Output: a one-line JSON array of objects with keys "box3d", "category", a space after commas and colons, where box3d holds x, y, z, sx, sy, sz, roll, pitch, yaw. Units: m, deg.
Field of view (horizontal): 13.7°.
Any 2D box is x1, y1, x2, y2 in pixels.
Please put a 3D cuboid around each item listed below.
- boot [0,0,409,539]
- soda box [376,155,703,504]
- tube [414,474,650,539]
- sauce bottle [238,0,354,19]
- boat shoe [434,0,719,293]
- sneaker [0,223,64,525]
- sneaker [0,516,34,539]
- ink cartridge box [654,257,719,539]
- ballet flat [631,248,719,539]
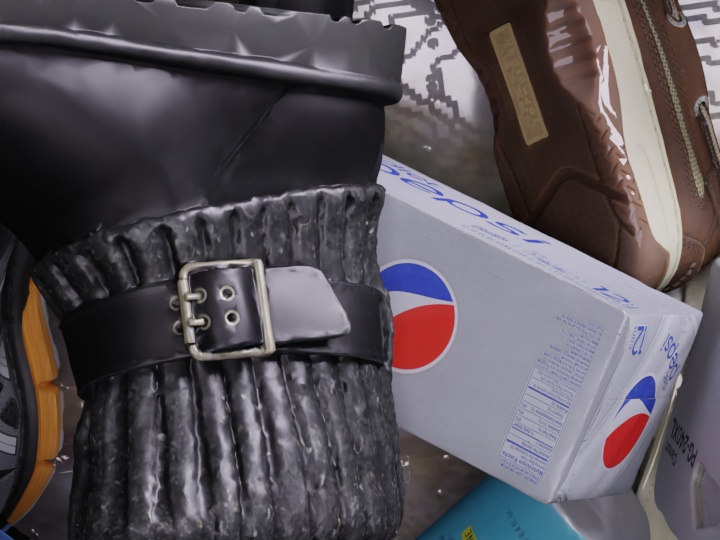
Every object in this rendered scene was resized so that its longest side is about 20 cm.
[{"box3d": [-0.082, 0.002, 0.828, 0.210, 0.079, 0.159, 5, 90, -16], "category": "boot"}, {"box3d": [0.000, 0.000, 0.919, 0.199, 0.068, 0.064, 27, 101, 24], "category": "soda box"}, {"box3d": [0.011, 0.133, 0.978, 0.200, 0.050, 0.078, -47, 70, 27], "category": "tube"}, {"box3d": [-0.016, -0.155, 0.933, 0.064, 0.065, 0.202, 5, 102, -4], "category": "sauce bottle"}, {"box3d": [0.070, -0.091, 0.956, 0.075, 0.074, 0.204, -14, 92, -42], "category": "boat shoe"}, {"box3d": [-0.139, 0.012, 0.927, 0.078, 0.077, 0.201, 32, 131, 31], "category": "sneaker"}, {"box3d": [-0.122, 0.105, 0.919, 0.070, 0.078, 0.200, -47, 120, -12], "category": "sneaker"}, {"box3d": [0.201, 0.063, 0.882, 0.198, 0.145, 0.084, 10, 100, -8], "category": "ink cartridge box"}, {"box3d": [0.091, 0.065, 0.983, 0.069, 0.069, 0.201, 17, 100, -6], "category": "ballet flat"}]
